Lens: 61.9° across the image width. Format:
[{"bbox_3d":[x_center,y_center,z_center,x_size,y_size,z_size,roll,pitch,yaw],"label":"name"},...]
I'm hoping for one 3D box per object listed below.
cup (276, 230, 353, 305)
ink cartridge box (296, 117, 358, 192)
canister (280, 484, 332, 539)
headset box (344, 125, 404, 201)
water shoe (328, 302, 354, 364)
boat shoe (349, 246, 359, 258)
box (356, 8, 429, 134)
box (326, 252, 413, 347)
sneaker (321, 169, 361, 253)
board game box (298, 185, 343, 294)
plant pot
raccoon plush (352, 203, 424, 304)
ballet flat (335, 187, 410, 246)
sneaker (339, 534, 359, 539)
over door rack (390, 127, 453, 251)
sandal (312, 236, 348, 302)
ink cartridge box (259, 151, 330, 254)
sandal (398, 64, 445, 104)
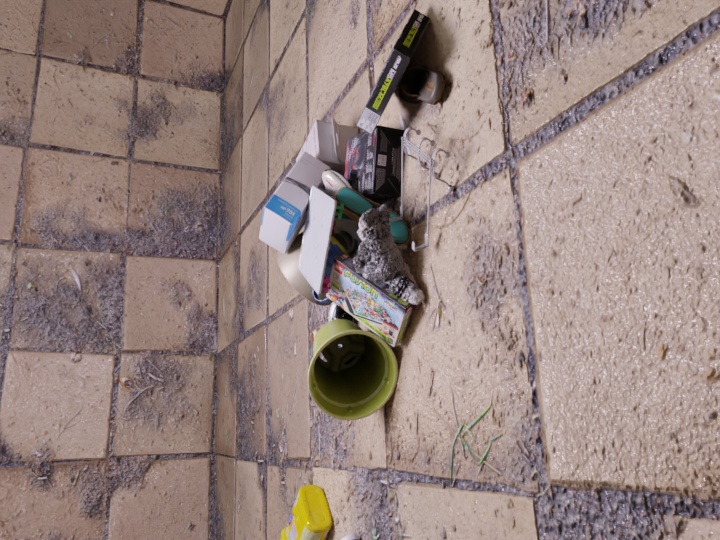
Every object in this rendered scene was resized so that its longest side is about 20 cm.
[{"bbox_3d":[-0.098,-0.034,1.555,0.143,0.198,0.203,-43,41,21],"label":"cup"},{"bbox_3d":[-0.082,-0.295,1.604,0.200,0.122,0.132,133,135,-55],"label":"ink cartridge box"},{"bbox_3d":[-0.147,0.706,1.626,0.149,0.085,0.204,-120,42,-52],"label":"canister"},{"bbox_3d":[0.024,-0.244,1.413,0.199,0.073,0.153,-177,91,-66],"label":"headset box"},{"bbox_3d":[-0.032,0.170,1.498,0.078,0.070,0.206,2,94,47],"label":"water shoe"},{"bbox_3d":[0.000,0.000,1.428,0.200,0.073,0.075,134,130,-64],"label":"boat shoe"},{"bbox_3d":[0.069,-0.422,1.281,0.201,0.047,0.195,-58,6,46],"label":"box"},{"bbox_3d":[0.016,0.061,1.279,0.198,0.034,0.112,34,131,25],"label":"box"},{"bbox_3d":[-0.045,-0.134,1.399,0.202,0.093,0.070,58,161,-13],"label":"sneaker"},{"bbox_3d":[-0.091,-0.073,1.346,0.200,0.025,0.205,-138,57,-65],"label":"board game box"},{"bbox_3d":[-0.032,0.200,1.353,0.184,0.195,0.206,-128,47,-71],"label":"plant pot"},{"bbox_3d":[0.068,-0.043,1.217,0.197,0.097,0.136,30,134,19],"label":"raccoon plush"},{"bbox_3d":[0.029,-0.115,1.326,0.199,0.069,0.063,38,166,15],"label":"ballet flat"},{"bbox_3d":[-0.046,0.722,1.410,0.203,0.071,0.116,-65,34,39],"label":"sneaker"},{"bbox_3d":[0.121,-0.163,1.195,0.148,0.065,0.205,-126,40,-55],"label":"over door rack"},{"bbox_3d":[-0.071,0.009,1.414,0.080,0.086,0.203,46,150,37],"label":"sandal"},{"bbox_3d":[-0.164,-0.167,1.486,0.202,0.085,0.147,-59,-2,-30],"label":"ink cartridge box"},{"bbox_3d":[0.115,-0.387,1.252,0.200,0.053,0.084,-124,45,-61],"label":"sandal"}]
